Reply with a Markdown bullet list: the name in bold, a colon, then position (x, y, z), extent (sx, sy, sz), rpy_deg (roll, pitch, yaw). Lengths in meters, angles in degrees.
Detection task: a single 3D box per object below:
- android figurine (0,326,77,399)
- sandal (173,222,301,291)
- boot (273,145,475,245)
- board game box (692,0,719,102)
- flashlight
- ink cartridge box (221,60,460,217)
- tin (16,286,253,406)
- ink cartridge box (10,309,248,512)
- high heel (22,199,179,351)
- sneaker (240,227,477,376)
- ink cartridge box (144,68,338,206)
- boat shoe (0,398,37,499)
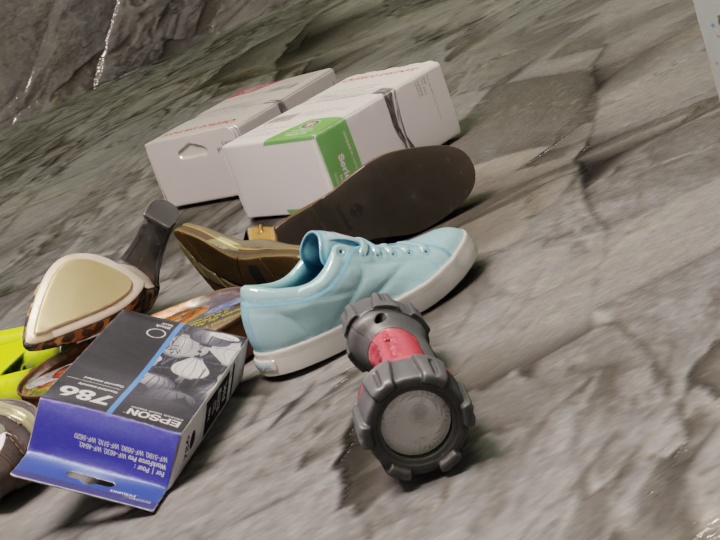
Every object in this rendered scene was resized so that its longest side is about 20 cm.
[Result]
- **android figurine**: position (-0.338, 0.101, 1.311), extent (0.200, 0.041, 0.182), rpy_deg (-12, 18, 21)
- **sandal**: position (-0.074, -0.007, 1.262), extent (0.200, 0.080, 0.054), rpy_deg (7, 42, 47)
- **boot**: position (0.003, -0.054, 1.357), extent (0.200, 0.074, 0.075), rpy_deg (-25, 7, -9)
- **board game box**: position (0.283, -0.142, 1.051), extent (0.064, 0.200, 0.148), rpy_deg (-11, 18, 29)
- **flashlight**: position (0.020, 0.061, 0.951), extent (0.068, 0.068, 0.200), rpy_deg (-16, 17, -3)
- **ink cartridge box**: position (-0.016, -0.134, 1.600), extent (0.146, 0.084, 0.200), rpy_deg (-2, 24, 47)
- **tin**: position (-0.165, 0.068, 1.208), extent (0.200, 0.042, 0.112), rpy_deg (-21, 12, -1)
- **ink cartridge box**: position (-0.149, 0.088, 1.052), extent (0.099, 0.039, 0.200), rpy_deg (13, 24, 6)
- **high heel**: position (-0.225, 0.040, 1.303), extent (0.200, 0.071, 0.143), rpy_deg (-48, -9, -46)
- **sneaker**: position (0.000, 0.000, 1.146), extent (0.200, 0.082, 0.074), rpy_deg (-30, 19, -29)
- **ink cartridge box**: position (-0.126, -0.152, 1.795), extent (0.146, 0.083, 0.200), rpy_deg (-7, 20, 38)
- **boat shoe**: position (-0.308, 0.133, 1.103), extent (0.200, 0.075, 0.073), rpy_deg (-12, 18, 31)
